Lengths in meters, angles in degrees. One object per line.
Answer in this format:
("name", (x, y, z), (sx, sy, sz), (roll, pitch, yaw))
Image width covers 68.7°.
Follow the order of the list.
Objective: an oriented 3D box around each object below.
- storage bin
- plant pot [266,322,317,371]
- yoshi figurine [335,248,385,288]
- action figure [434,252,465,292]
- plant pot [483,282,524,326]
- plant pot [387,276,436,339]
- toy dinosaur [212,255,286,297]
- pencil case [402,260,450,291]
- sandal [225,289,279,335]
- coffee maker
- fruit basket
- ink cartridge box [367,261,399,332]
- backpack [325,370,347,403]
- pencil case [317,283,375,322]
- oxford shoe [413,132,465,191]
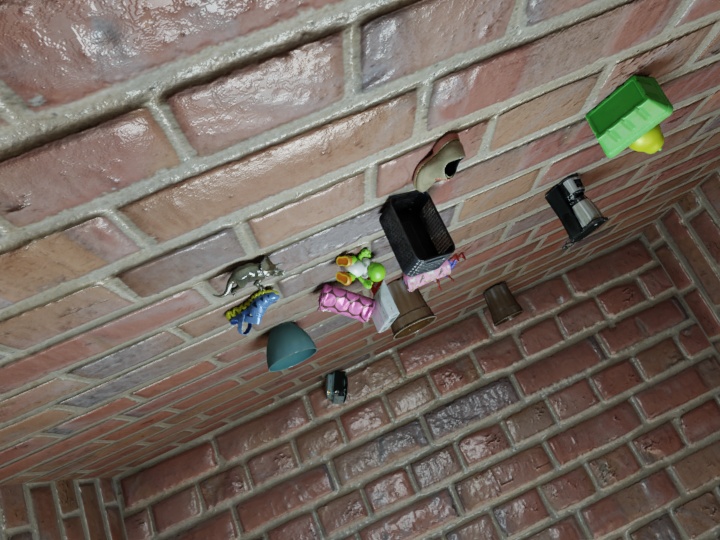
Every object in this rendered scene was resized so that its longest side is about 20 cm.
("storage bin", (0.152, -0.102, 1.437), (0.132, 0.204, 0.094), (-15, 160, -27))
("plant pot", (-0.278, 0.280, 2.011), (0.196, 0.137, 0.201), (-22, 162, -8))
("yoshi figurine", (0.012, -0.003, 1.683), (0.112, 0.113, 0.198), (-42, 159, 28))
("action figure", (0.377, 0.018, 2.235), (0.064, 0.101, 0.200), (-9, 158, -35))
("plant pot", (0.837, 0.196, 3.124), (0.196, 0.202, 0.201), (-23, 163, -7))
("plant pot", (0.185, 0.145, 2.157), (0.196, 0.202, 0.201), (-22, 162, -7))
("toy dinosaur", (-0.300, 0.013, 1.394), (0.195, 0.078, 0.103), (-11, 146, -23))
("pencil case", (0.263, 0.010, 2.079), (0.196, 0.084, 0.087), (-24, 161, -7))
("sandal", (-0.325, 0.130, 1.628), (0.198, 0.089, 0.079), (-34, 158, 20))
("coffee maker", (0.773, -0.217, 1.944), (0.191, 0.204, 0.133), (-37, 156, 28))
("fruit basket", (0.762, -0.412, 1.466), (0.209, 0.159, 0.217), (-10, 151, -6))
("ink cartridge box", (0.060, 0.097, 1.850), (0.056, 0.203, 0.163), (-21, 162, -20))
("backpack", (-0.152, 0.757, 3.363), (0.149, 0.179, 0.202), (-3, 142, 1))
("pencil case", (-0.049, 0.117, 1.814), (0.195, 0.096, 0.091), (16, 170, -8))
("oxford shoe", (0.191, -0.246, 1.301), (0.069, 0.076, 0.201), (-16, 160, -27))
